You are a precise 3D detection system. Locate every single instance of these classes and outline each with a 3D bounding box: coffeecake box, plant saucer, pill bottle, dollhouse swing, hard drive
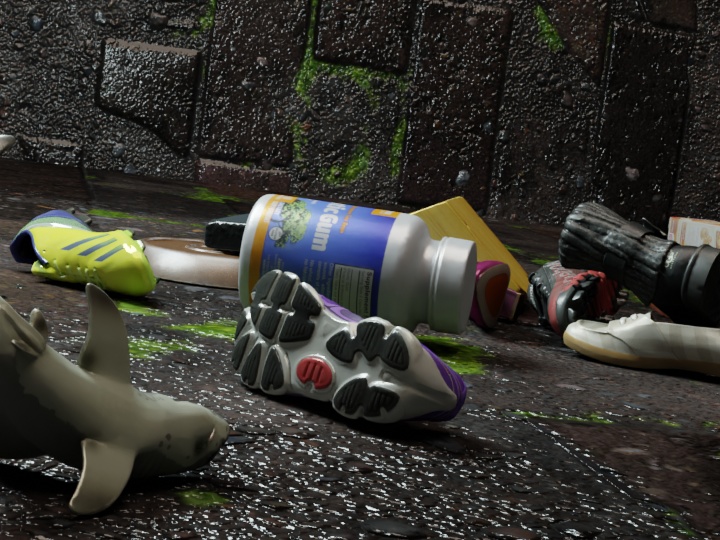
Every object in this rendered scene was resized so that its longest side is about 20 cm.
[{"bbox_3d":[0.821,-0.070,3.247,0.152,0.074,0.199,3,7,-34],"label":"coffeecake box"},{"bbox_3d":[-0.165,-0.010,1.555,0.197,0.033,0.200,7,7,-1],"label":"plant saucer"},{"bbox_3d":[0.000,0.000,1.266,0.197,0.114,0.112,8,6,12],"label":"pill bottle"},{"bbox_3d":[0.077,0.010,1.666,0.182,0.175,0.200,50,9,2],"label":"dollhouse swing"},{"bbox_3d":[-0.083,-0.042,1.617,0.137,0.033,0.200,5,5,10],"label":"hard drive"}]

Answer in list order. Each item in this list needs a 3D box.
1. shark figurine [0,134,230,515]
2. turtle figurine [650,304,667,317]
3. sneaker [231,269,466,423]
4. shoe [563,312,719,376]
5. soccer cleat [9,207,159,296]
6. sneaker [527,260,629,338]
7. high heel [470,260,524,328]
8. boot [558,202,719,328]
[{"bbox_3d":[-0.166,0.046,0.675,0.089,0.215,0.129,-32,16,33],"label":"shark figurine"},{"bbox_3d":[0.411,0.024,1.817,0.197,0.065,0.161,6,6,-20],"label":"turtle figurine"},{"bbox_3d":[-0.012,0.062,0.950,0.083,0.082,0.199,25,-1,-45],"label":"sneaker"},{"bbox_3d":[0.285,0.064,1.310,0.197,0.054,0.070,10,6,17],"label":"shoe"},{"bbox_3d":[-0.259,-0.006,1.336,0.083,0.065,0.199,-31,32,-29],"label":"soccer cleat"},{"bbox_3d":[0.212,0.032,1.467,0.097,0.072,0.200,-8,10,22],"label":"sneaker"},{"bbox_3d":[0.106,0.017,1.458,0.095,0.068,0.200,20,-6,17],"label":"high heel"},{"bbox_3d":[0.289,0.009,1.389,0.156,0.080,0.211,19,-16,31],"label":"boot"}]
